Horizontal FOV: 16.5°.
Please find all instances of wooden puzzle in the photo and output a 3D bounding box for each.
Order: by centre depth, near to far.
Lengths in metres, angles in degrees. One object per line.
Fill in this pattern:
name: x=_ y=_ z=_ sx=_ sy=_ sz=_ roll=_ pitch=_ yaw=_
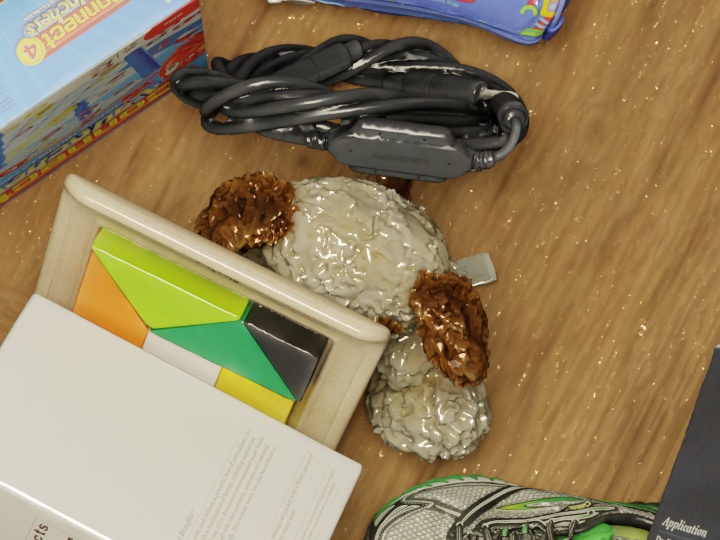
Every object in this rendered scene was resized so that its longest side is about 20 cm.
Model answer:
wooden puzzle: x=-0.092 y=0.047 z=1.331 sx=0.185 sy=0.200 sz=0.037 roll=26 pitch=55 yaw=1

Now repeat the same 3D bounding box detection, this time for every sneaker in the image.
sneaker: x=0.101 y=0.151 z=1.379 sx=0.200 sy=0.085 sz=0.078 roll=0 pitch=84 yaw=-1

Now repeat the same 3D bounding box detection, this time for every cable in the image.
cable: x=-0.005 y=-0.101 z=1.371 sx=0.200 sy=0.163 sz=0.051 roll=6 pitch=113 yaw=2

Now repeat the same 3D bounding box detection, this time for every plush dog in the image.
plush dog: x=0.000 y=0.000 z=1.348 sx=0.200 sy=0.172 sz=0.161 roll=24 pitch=83 yaw=2

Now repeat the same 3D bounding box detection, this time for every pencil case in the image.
pencil case: x=0.027 y=-0.180 z=1.416 sx=0.200 sy=0.078 sz=0.087 roll=10 pitch=82 yaw=-1

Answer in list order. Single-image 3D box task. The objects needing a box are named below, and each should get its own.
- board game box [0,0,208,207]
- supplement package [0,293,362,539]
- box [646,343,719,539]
board game box: x=-0.179 y=-0.096 z=1.342 sx=0.200 sy=0.196 sz=0.056 roll=-35 pitch=86 yaw=-4
supplement package: x=-0.123 y=0.129 z=1.319 sx=0.200 sy=0.120 sz=0.121 roll=29 pitch=50 yaw=-2
box: x=0.259 y=0.169 z=1.325 sx=0.196 sy=0.117 sz=0.200 roll=25 pitch=83 yaw=-33
